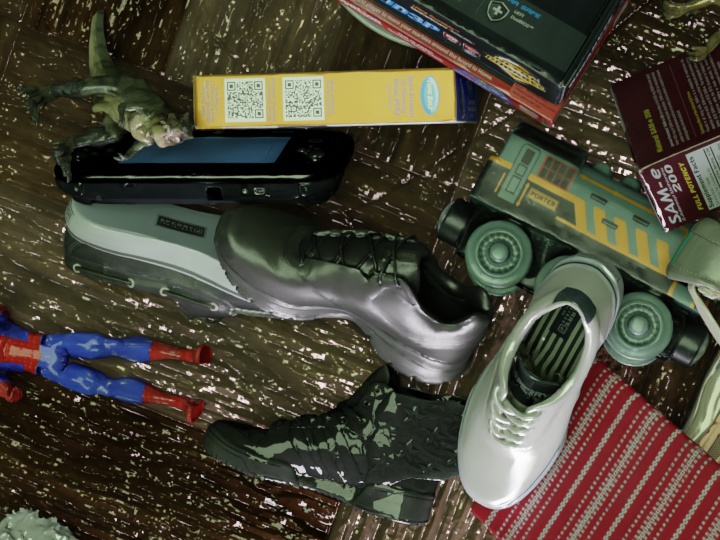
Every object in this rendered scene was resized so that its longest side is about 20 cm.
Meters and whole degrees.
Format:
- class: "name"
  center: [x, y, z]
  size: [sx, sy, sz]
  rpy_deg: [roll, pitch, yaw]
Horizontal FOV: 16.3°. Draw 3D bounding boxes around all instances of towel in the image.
- class: "towel"
  center: [0.167, 0.157, 1.661]
  size: [0.200, 0.022, 0.145]
  rpy_deg: [43, 109, 40]

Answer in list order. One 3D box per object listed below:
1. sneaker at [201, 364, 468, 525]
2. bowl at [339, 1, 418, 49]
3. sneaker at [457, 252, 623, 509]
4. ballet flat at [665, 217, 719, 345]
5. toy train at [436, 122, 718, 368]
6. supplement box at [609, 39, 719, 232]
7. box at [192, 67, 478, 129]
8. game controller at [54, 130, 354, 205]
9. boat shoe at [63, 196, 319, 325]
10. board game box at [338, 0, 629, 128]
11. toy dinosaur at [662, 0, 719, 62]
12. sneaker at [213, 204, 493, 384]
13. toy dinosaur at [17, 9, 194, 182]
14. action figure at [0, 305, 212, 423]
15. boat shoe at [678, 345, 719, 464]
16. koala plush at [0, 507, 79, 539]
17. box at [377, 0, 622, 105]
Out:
- class: "sneaker"
  center: [-0.001, 0.108, 1.731]
  size: [0.199, 0.060, 0.105]
  rpy_deg: [19, 97, 3]
- class: "bowl"
  center: [0.064, -0.245, 1.686]
  size: [0.200, 0.090, 0.202]
  rpy_deg: [0, 93, 9]
- class: "sneaker"
  center: [0.106, 0.079, 1.640]
  size: [0.073, 0.071, 0.201]
  rpy_deg: [28, 120, 14]
- class: "ballet flat"
  center: [0.278, 0.049, 1.637]
  size: [0.200, 0.067, 0.064]
  rpy_deg: [43, 85, -9]
- class: "toy train"
  center: [0.154, -0.015, 1.690]
  size: [0.199, 0.085, 0.114]
  rpy_deg: [27, 87, 7]
- class: "supplement box"
  center: [0.272, -0.112, 1.643]
  size: [0.199, 0.109, 0.061]
  rpy_deg: [-22, 125, 10]
- class: "box"
  center: [-0.003, -0.115, 1.689]
  size: [0.199, 0.119, 0.042]
  rpy_deg: [1, 93, 10]
- class: "game controller"
  center: [-0.105, -0.074, 1.716]
  size: [0.199, 0.104, 0.042]
  rpy_deg: [1, 118, 9]
- class: "boat shoe"
  center: [-0.113, 0.004, 1.743]
  size: [0.199, 0.070, 0.066]
  rpy_deg: [16, 125, -3]
- class: "board game box"
  center: [0.064, -0.186, 1.620]
  size: [0.200, 0.019, 0.103]
  rpy_deg: [31, 79, 6]
- class: "toy dinosaur"
  center: [0.264, -0.190, 1.666]
  size: [0.101, 0.058, 0.200]
  rpy_deg: [11, 56, 26]
- class: "sneaker"
  center: [0.000, 0.000, 1.678]
  size: [0.199, 0.091, 0.076]
  rpy_deg: [23, 56, -11]
- class: "toy dinosaur"
  center: [-0.176, -0.111, 1.693]
  size: [0.088, 0.200, 0.048]
  rpy_deg: [-27, 127, -12]
- class: "action figure"
  center: [-0.213, 0.062, 1.746]
  size: [0.199, 0.099, 0.066]
  rpy_deg: [10, 93, 11]
- class: "boat shoe"
  center: [0.237, 0.133, 1.684]
  size: [0.072, 0.076, 0.201]
  rpy_deg: [28, 98, 5]
- class: "koala plush"
  center: [-0.193, 0.272, 1.737]
  size: [0.199, 0.184, 0.178]
  rpy_deg: [22, 109, 29]
- class: "box"
  center: [0.083, -0.223, 1.594]
  size: [0.200, 0.046, 0.159]
  rpy_deg: [31, 80, 6]
